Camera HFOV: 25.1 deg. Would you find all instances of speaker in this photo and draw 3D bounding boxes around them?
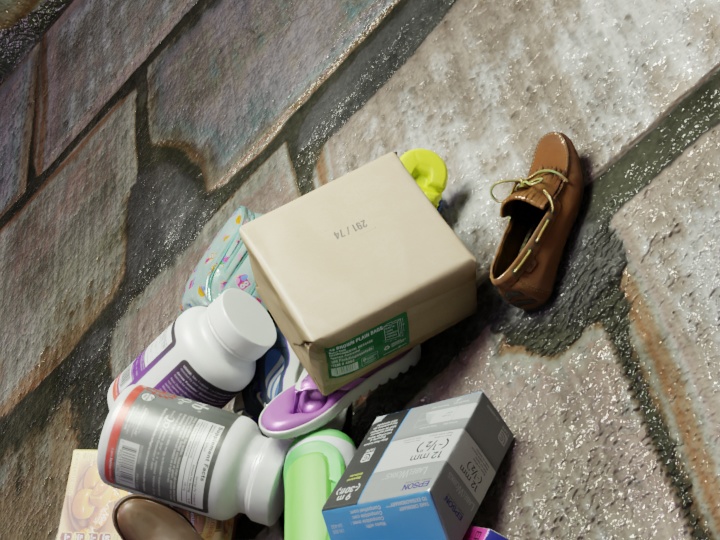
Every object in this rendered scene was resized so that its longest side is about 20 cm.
[{"bbox_3d":[-0.037,0.257,1.641,0.088,0.088,0.201,-38,32,27],"label":"speaker"}]

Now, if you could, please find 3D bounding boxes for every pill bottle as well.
[{"bbox_3d":[-0.175,0.204,1.756,0.116,0.198,0.117,15,-90,-78],"label":"pill bottle"},{"bbox_3d":[-0.190,0.113,1.854,0.200,0.111,0.112,-42,30,26],"label":"pill bottle"}]

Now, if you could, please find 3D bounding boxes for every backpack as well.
[{"bbox_3d":[-0.149,0.022,2.015,0.166,0.126,0.201,-22,35,57],"label":"backpack"}]

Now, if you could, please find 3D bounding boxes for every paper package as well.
[{"bbox_3d":[0.000,0.000,1.708,0.198,0.104,0.191,-26,52,-13],"label":"paper package"}]

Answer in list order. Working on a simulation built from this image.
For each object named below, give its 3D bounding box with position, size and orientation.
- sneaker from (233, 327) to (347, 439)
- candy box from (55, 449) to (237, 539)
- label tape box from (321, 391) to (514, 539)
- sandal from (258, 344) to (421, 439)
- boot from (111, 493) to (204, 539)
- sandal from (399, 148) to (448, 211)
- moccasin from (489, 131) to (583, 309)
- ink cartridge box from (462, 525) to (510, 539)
[{"bbox_3d":[-0.087,0.156,1.847,0.147,0.080,0.201,-49,33,33],"label":"sneaker"},{"bbox_3d":[-0.238,0.268,1.840,0.198,0.055,0.117,-1,63,15],"label":"candy box"},{"bbox_3d":[0.042,0.213,1.522,0.142,0.066,0.200,-18,26,41],"label":"label tape box"},{"bbox_3d":[-0.028,0.110,1.727,0.202,0.050,0.082,-30,29,-23],"label":"sandal"},{"bbox_3d":[-0.162,0.300,1.648,0.064,0.186,0.200,-54,13,-12],"label":"boot"},{"bbox_3d":[0.048,-0.036,1.856,0.087,0.079,0.202,69,-134,-82],"label":"sandal"},{"bbox_3d":[0.176,-0.060,1.663,0.073,0.077,0.203,-11,50,52],"label":"moccasin"},{"bbox_3d":[0.078,0.282,1.492,0.199,0.037,0.095,0,58,54],"label":"ink cartridge box"}]
